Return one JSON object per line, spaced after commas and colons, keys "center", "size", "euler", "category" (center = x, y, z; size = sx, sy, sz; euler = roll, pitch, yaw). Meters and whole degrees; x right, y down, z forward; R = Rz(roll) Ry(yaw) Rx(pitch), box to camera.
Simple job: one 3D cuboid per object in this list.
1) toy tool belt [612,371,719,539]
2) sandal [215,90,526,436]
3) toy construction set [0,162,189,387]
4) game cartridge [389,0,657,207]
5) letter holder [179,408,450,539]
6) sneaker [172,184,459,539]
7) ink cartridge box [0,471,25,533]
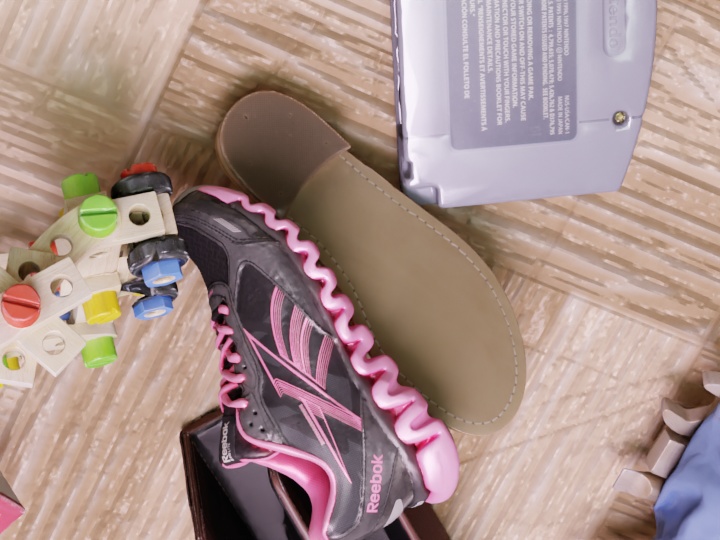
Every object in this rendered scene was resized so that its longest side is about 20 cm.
{"center": [0.201, 0.120, 1.169], "size": [0.123, 0.125, 0.200], "euler": [13, 112, -22], "category": "toy tool belt"}
{"center": [0.004, -0.004, 1.125], "size": [0.078, 0.070, 0.212], "euler": [-42, 92, -12], "category": "sandal"}
{"center": [-0.151, 0.006, 1.044], "size": [0.131, 0.200, 0.092], "euler": [-12, 90, -13], "category": "toy construction set"}
{"center": [0.081, -0.131, 1.087], "size": [0.133, 0.042, 0.201], "euler": [-7, 115, -9], "category": "game cartridge"}
{"center": [-0.003, 0.171, 1.154], "size": [0.100, 0.142, 0.200], "euler": [-27, 114, 6], "category": "letter holder"}
{"center": [-0.041, 0.050, 1.064], "size": [0.095, 0.079, 0.200], "euler": [-36, 86, -18], "category": "sneaker"}
{"center": [-0.293, 0.138, 1.089], "size": [0.200, 0.083, 0.145], "euler": [-41, 146, 3], "category": "ink cartridge box"}
